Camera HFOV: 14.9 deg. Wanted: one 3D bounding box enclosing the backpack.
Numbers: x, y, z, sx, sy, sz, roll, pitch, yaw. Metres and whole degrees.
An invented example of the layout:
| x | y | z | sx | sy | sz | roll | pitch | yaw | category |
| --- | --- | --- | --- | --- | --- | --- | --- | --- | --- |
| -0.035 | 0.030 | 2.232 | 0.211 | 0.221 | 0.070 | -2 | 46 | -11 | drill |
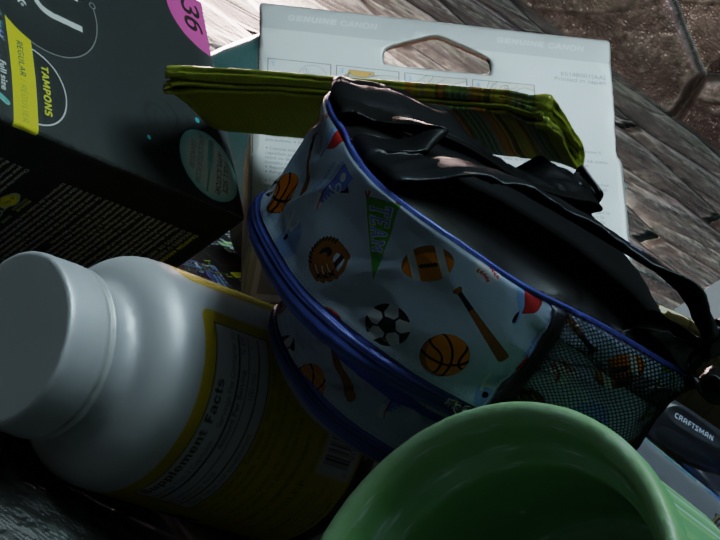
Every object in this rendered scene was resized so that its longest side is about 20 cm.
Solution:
| x | y | z | sx | sy | sz | roll | pitch | yaw | category |
| --- | --- | --- | --- | --- | --- | --- | --- | --- | --- |
| 0.039 | 0.007 | 1.245 | 0.190 | 0.154 | 0.200 | 36 | 9 | -28 | backpack |

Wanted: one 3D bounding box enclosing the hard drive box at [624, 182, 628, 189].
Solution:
| x | y | z | sx | sy | sz | roll | pitch | yaw | category |
| --- | --- | --- | --- | --- | --- | --- | --- | --- | --- |
| 0.093 | -0.007 | 1.820 | 0.077 | 0.156 | 0.200 | 36 | 15 | 4 | hard drive box |

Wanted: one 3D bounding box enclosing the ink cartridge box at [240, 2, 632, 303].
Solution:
| x | y | z | sx | sy | sz | roll | pitch | yaw | category |
| --- | --- | --- | --- | --- | --- | --- | --- | --- | --- |
| 0.039 | -0.055 | 1.457 | 0.200 | 0.045 | 0.176 | 6 | 50 | -7 | ink cartridge box |

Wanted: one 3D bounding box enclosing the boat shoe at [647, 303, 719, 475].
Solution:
| x | y | z | sx | sy | sz | roll | pitch | yaw | category |
| --- | --- | --- | --- | --- | --- | --- | --- | --- | --- |
| 0.148 | 0.044 | 1.561 | 0.201 | 0.072 | 0.066 | 33 | 4 | -5 | boat shoe |

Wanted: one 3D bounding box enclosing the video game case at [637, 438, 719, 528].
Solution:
| x | y | z | sx | sy | sz | roll | pitch | yaw | category |
| --- | --- | --- | --- | --- | --- | --- | --- | --- | --- |
| 0.123 | 0.096 | 1.529 | 0.181 | 0.045 | 0.200 | 37 | -1 | -41 | video game case |

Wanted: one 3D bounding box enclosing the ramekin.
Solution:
| x | y | z | sx | sy | sz | roll | pitch | yaw | category |
| --- | --- | --- | --- | --- | --- | --- | --- | --- | --- |
| 0.074 | 0.164 | 1.147 | 0.098 | 0.200 | 0.200 | 31 | 13 | -45 | ramekin |

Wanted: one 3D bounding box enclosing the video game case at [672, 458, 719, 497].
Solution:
| x | y | z | sx | sy | sz | roll | pitch | yaw | category |
| --- | --- | --- | --- | --- | --- | --- | --- | --- | --- |
| 0.185 | 0.133 | 1.643 | 0.200 | 0.018 | 0.143 | 50 | -19 | 25 | video game case |

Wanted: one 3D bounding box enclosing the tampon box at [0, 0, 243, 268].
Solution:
| x | y | z | sx | sy | sz | roll | pitch | yaw | category |
| --- | --- | --- | --- | --- | --- | --- | --- | --- | --- |
| -0.180 | -0.084 | 1.404 | 0.200 | 0.126 | 0.150 | 22 | 44 | -43 | tampon box |

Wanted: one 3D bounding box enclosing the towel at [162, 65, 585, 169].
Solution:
| x | y | z | sx | sy | sz | roll | pitch | yaw | category |
| --- | --- | --- | --- | --- | --- | --- | --- | --- | --- |
| 0.008 | -0.073 | 1.351 | 0.200 | 0.018 | 0.086 | 6 | -15 | 19 | towel |

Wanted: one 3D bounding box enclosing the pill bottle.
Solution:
| x | y | z | sx | sy | sz | roll | pitch | yaw | category |
| --- | --- | --- | --- | --- | --- | --- | --- | --- | --- |
| -0.087 | 0.057 | 1.285 | 0.200 | 0.111 | 0.111 | 23 | 18 | -42 | pill bottle |

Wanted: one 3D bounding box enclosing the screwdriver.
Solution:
| x | y | z | sx | sy | sz | roll | pitch | yaw | category |
| --- | --- | --- | --- | --- | --- | --- | --- | --- | --- |
| 0.131 | 0.055 | 1.482 | 0.200 | 0.029 | 0.028 | 37 | -1 | -29 | screwdriver |

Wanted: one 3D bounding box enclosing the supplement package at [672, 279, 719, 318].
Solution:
| x | y | z | sx | sy | sz | roll | pitch | yaw | category |
| --- | --- | --- | --- | --- | --- | --- | --- | --- | --- |
| 0.291 | 0.123 | 1.732 | 0.200 | 0.147 | 0.191 | 56 | 0 | -33 | supplement package |

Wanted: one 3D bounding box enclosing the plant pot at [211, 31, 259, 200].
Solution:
| x | y | z | sx | sy | sz | roll | pitch | yaw | category |
| --- | --- | --- | --- | --- | --- | --- | --- | --- | --- |
| -0.044 | -0.079 | 1.785 | 0.200 | 0.134 | 0.200 | 32 | 15 | -10 | plant pot |

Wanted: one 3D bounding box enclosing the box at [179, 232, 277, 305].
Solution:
| x | y | z | sx | sy | sz | roll | pitch | yaw | category |
| --- | --- | --- | --- | --- | --- | --- | --- | --- | --- |
| -0.049 | 0.043 | 1.557 | 0.193 | 0.048 | 0.200 | 38 | 14 | 20 | box |

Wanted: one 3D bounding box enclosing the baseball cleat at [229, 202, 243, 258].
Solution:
| x | y | z | sx | sy | sz | roll | pitch | yaw | category |
| --- | --- | --- | --- | --- | --- | --- | --- | --- | --- |
| 0.000 | 0.000 | 1.511 | 0.200 | 0.107 | 0.070 | -1 | -43 | 33 | baseball cleat |
